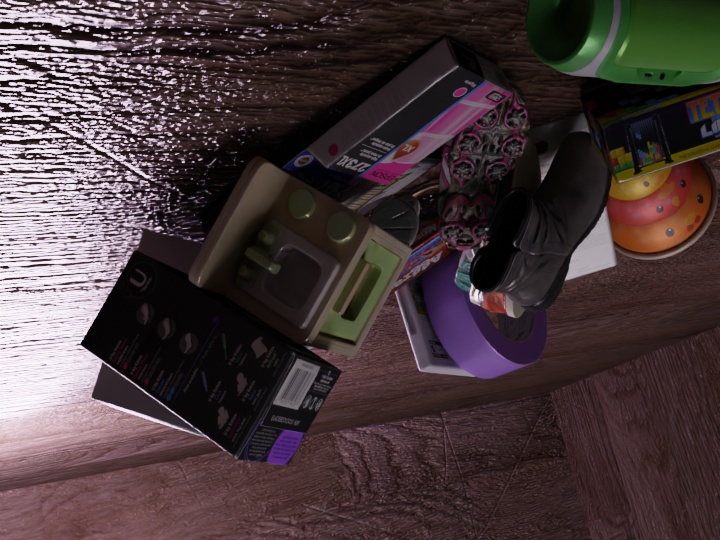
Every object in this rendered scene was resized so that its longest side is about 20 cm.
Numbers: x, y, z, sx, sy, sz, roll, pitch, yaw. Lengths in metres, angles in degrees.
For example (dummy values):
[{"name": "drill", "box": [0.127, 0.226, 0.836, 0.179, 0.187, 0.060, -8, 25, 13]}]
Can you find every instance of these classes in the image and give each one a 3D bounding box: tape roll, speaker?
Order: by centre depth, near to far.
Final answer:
[{"name": "speaker", "box": [0.226, -0.192, 0.749, 0.198, 0.090, 0.088, -4, 162, -33]}, {"name": "tape roll", "box": [0.171, 0.040, 1.300, 0.065, 0.203, 0.199, -26, 161, 38]}]

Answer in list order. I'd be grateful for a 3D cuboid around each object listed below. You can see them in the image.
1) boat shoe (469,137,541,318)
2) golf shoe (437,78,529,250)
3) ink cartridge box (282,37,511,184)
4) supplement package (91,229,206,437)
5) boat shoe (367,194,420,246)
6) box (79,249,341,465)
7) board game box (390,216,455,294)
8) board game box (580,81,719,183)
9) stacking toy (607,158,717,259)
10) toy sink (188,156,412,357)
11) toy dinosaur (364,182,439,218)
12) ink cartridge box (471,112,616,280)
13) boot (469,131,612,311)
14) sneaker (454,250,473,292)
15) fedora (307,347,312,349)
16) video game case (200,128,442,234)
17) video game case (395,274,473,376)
[{"name": "boat shoe", "box": [0.153, -0.047, 1.033, 0.062, 0.203, 0.071, 17, -151, 33]}, {"name": "golf shoe", "box": [0.110, -0.116, 0.944, 0.071, 0.093, 0.201, 2, 140, -10]}, {"name": "ink cartridge box", "box": [0.031, -0.126, 0.855, 0.199, 0.038, 0.094, -32, 157, 31]}, {"name": "supplement package", "box": [-0.169, 0.081, 1.079, 0.145, 0.194, 0.200, 14, 171, 16]}, {"name": "boat shoe", "box": [-0.001, -0.002, 1.091, 0.203, 0.074, 0.065, -54, 178, 21]}, {"name": "box", "box": [-0.137, 0.082, 0.893, 0.107, 0.198, 0.122, -59, 157, -2]}, {"name": "board game box", "box": [0.029, 0.008, 1.180, 0.199, 0.020, 0.103, -34, 162, 1]}, {"name": "board game box", "box": [0.311, -0.155, 0.874, 0.197, 0.057, 0.166, -18, -162, 11]}, {"name": "stacking toy", "box": [0.310, -0.112, 1.085, 0.145, 0.148, 0.200, -21, 147, 25]}, {"name": "toy sink", "box": [-0.047, -0.005, 0.911, 0.132, 0.111, 0.200, -60, 156, 0]}, {"name": "toy dinosaur", "box": [0.033, -0.055, 1.154, 0.105, 0.061, 0.201, -23, 158, -24]}, {"name": "ink cartridge box", "box": [0.194, -0.074, 1.082, 0.158, 0.202, 0.047, -16, -150, 7]}, {"name": "boot", "box": [0.183, -0.060, 0.953, 0.069, 0.203, 0.131, 16, 175, 34]}, {"name": "sneaker", "box": [0.166, -0.069, 1.167, 0.077, 0.092, 0.201, 17, 130, -17]}, {"name": "fedora", "box": [-0.119, 0.078, 1.378, 0.197, 0.092, 0.177, -7, 163, -27]}, {"name": "video game case", "box": [-0.043, -0.085, 0.996, 0.179, 0.026, 0.199, -1, 160, -40]}, {"name": "video game case", "box": [0.101, 0.053, 1.317, 0.023, 0.184, 0.199, -24, 162, 23]}]
